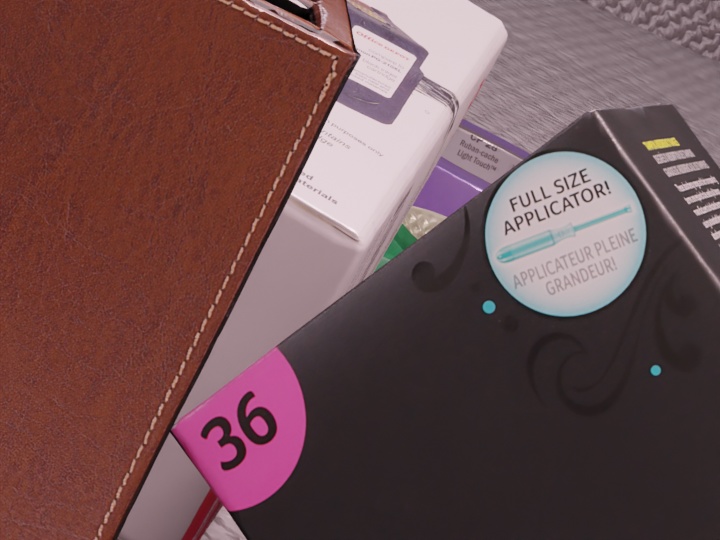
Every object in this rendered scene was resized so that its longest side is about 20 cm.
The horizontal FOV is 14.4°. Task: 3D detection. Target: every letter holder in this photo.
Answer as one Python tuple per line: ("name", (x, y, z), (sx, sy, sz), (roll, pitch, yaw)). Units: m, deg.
("letter holder", (-0.108, -0.010, 0.774), (0.142, 0.200, 0.101), (25, 11, -8))

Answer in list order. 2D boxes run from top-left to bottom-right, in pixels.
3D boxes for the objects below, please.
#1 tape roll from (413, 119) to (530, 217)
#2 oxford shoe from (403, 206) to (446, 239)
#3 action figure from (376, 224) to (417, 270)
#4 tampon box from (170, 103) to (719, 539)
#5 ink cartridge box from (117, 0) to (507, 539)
("tape roll", (0.047, -0.022, 1.483), (0.200, 0.085, 0.200), (26, 11, -5))
("oxford shoe", (-0.001, 0.003, 1.326), (0.200, 0.075, 0.058), (25, -25, -22))
("action figure", (0.000, 0.000, 1.177), (0.118, 0.055, 0.200), (64, 2, 21))
("tampon box", (0.076, 0.075, 0.789), (0.200, 0.150, 0.126), (54, 15, 6))
("ink cartridge box", (-0.036, -0.015, 0.965), (0.084, 0.145, 0.200), (31, 29, 1))
